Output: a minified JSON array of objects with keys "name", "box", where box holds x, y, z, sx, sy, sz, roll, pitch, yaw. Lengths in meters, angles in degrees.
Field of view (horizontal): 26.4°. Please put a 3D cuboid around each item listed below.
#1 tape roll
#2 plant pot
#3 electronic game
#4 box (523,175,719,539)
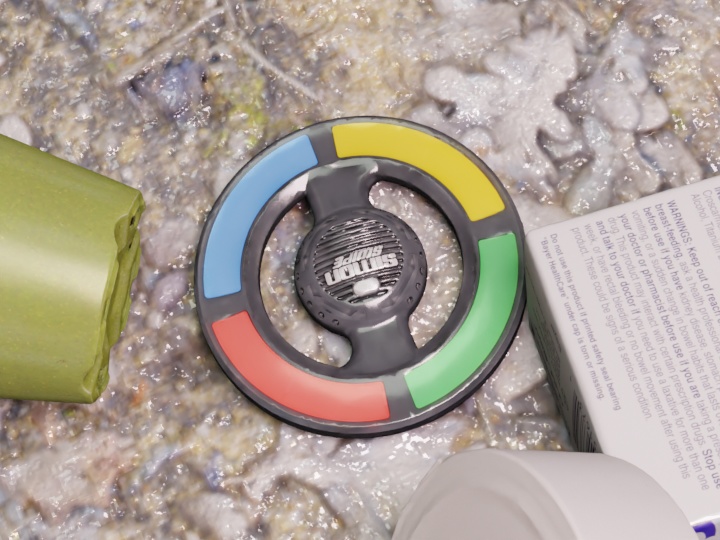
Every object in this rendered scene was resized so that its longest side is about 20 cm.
[{"name":"tape roll","box":[0.082,0.185,0.721,0.070,0.202,0.205,5,62,-28]},{"name":"plant pot","box":[-0.223,-0.006,0.859,0.187,0.200,0.203,12,67,-3]},{"name":"electronic game","box":[0.000,0.000,0.897,0.197,0.042,0.203,-2,66,4]},{"name":"box","box":[0.206,0.051,0.810,0.197,0.105,0.186,-16,59,-1]}]
